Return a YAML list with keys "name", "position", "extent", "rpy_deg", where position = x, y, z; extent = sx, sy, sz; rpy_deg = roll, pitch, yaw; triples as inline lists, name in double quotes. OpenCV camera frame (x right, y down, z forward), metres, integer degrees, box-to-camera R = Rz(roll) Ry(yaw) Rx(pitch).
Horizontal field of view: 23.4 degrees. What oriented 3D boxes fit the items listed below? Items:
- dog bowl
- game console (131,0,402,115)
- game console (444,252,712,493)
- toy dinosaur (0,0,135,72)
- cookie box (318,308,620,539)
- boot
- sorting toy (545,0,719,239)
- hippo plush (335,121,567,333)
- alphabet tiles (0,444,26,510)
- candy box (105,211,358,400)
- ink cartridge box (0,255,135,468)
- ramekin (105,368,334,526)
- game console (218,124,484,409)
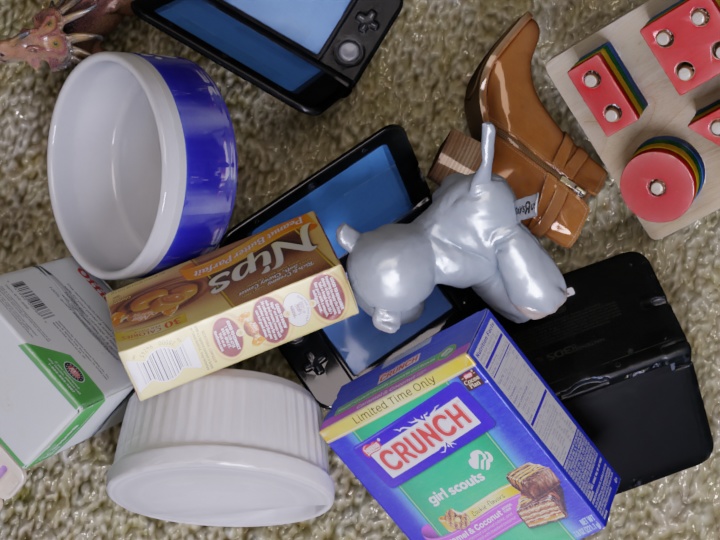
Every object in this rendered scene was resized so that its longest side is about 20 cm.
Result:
- name: "dog bowl"
  position: [-0.197, -0.093, 1.549]
  extent: [0.079, 0.200, 0.201]
  rpy_deg: [-4, 77, -39]
- name: "game console"
  position: [-0.082, -0.249, 1.614]
  extent: [0.200, 0.116, 0.176]
  rpy_deg: [31, 81, 4]
- name: "game console"
  position: [0.198, 0.107, 1.586]
  extent: [0.199, 0.117, 0.176]
  rpy_deg: [-20, 57, -2]
- name: "toy dinosaur"
  position: [-0.246, -0.244, 1.609]
  extent: [0.086, 0.136, 0.200]
  rpy_deg: [33, 80, 5]
- name: "cookie box"
  position: [0.094, 0.158, 1.486]
  extent: [0.171, 0.075, 0.200]
  rpy_deg: [-31, 106, 31]
- name: "boot"
  position: [0.168, -0.131, 1.628]
  extent: [0.155, 0.077, 0.201]
  rpy_deg: [27, 68, -4]
- name: "sorting toy"
  position: [0.292, -0.145, 1.557]
  extent: [0.200, 0.070, 0.199]
  rpy_deg: [-29, 98, 29]
- name: "hippo plush"
  position: [0.073, 0.001, 1.491]
  extent: [0.160, 0.200, 0.160]
  rpy_deg: [-31, 83, -9]
- name: "alphabet tiles"
  position: [-0.391, 0.149, 1.541]
  extent: [0.196, 0.015, 0.200]
  rpy_deg: [47, 117, 7]
- name: "candy box"
  position: [-0.112, 0.028, 1.480]
  extent: [0.199, 0.116, 0.055]
  rpy_deg: [-21, 119, -4]
- name: "ink cartridge box"
  position: [-0.268, 0.074, 1.515]
  extent: [0.147, 0.200, 0.083]
  rpy_deg: [47, 108, 8]
- name: "ramekin"
  position: [-0.120, 0.155, 1.514]
  extent: [0.201, 0.203, 0.095]
  rpy_deg: [2, 67, 0]
- name: "game console"
  position: [0.000, 0.000, 1.578]
  extent: [0.200, 0.116, 0.176]
  rpy_deg: [-34, 82, -6]
